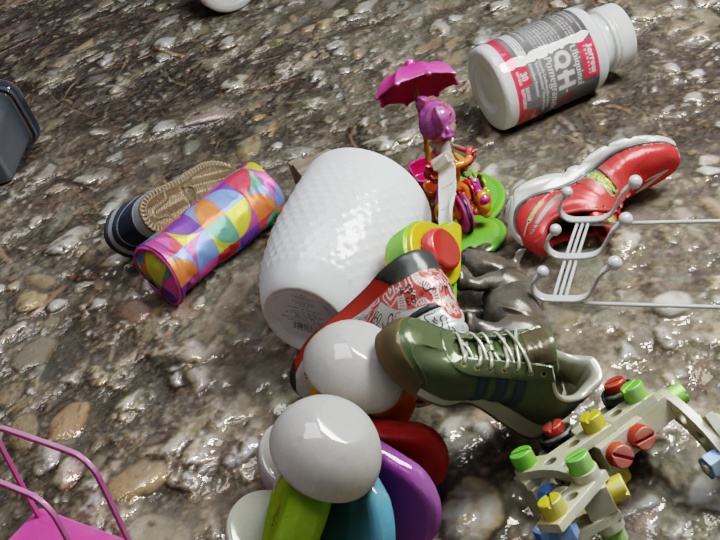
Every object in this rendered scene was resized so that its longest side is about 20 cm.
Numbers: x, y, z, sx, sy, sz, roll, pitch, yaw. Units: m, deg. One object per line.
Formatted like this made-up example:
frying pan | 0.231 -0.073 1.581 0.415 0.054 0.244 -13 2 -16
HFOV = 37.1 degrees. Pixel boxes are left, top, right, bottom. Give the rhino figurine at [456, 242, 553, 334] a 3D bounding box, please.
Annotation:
rhino figurine | 0.131 0.029 1.009 0.086 0.060 0.201 5 32 -4

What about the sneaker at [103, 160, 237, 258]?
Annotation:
sneaker | -0.234 -0.076 1.340 0.108 0.071 0.199 -25 2 37

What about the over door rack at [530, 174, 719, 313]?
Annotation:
over door rack | 0.268 -0.020 0.982 0.197 0.067 0.148 10 40 17

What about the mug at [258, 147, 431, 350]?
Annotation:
mug | 0.000 0.000 1.063 0.198 0.149 0.176 23 48 5

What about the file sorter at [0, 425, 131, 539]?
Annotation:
file sorter | -0.295 0.238 0.835 0.137 0.127 0.200 8 39 34

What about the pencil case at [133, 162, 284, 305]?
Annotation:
pencil case | -0.172 -0.045 1.256 0.088 0.089 0.200 13 41 40

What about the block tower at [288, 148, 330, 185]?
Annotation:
block tower | -0.025 -0.081 1.264 0.057 0.055 0.200 -23 33 -12

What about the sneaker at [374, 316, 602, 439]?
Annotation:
sneaker | 0.108 0.067 0.825 0.090 0.199 0.068 -36 45 31

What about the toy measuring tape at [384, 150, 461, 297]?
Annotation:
toy measuring tape | 0.058 -0.041 1.007 0.073 0.074 0.202 -7 55 16

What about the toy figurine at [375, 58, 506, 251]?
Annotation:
toy figurine | 0.080 -0.134 1.169 0.148 0.186 0.200 -21 32 -6

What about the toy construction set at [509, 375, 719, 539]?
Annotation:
toy construction set | 0.196 0.137 0.783 0.197 0.093 0.131 -17 6 -14

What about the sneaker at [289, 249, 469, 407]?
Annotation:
sneaker | 0.016 0.084 0.936 0.067 0.201 0.109 5 48 -46

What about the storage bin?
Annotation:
storage bin | -0.619 -0.199 1.666 0.197 0.147 0.135 -13 42 6

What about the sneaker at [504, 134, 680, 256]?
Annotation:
sneaker | 0.251 -0.070 1.114 0.198 0.077 0.085 -26 51 -4

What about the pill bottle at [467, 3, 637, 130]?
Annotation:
pill bottle | 0.245 -0.265 1.360 0.198 0.112 0.111 -24 32 -11

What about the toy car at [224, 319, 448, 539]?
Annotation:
toy car | -0.005 0.156 0.821 0.148 0.176 0.201 26 36 -3

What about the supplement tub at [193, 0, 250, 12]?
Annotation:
supplement tub | -0.294 -0.589 2.091 0.139 0.142 0.200 -29 33 -19
